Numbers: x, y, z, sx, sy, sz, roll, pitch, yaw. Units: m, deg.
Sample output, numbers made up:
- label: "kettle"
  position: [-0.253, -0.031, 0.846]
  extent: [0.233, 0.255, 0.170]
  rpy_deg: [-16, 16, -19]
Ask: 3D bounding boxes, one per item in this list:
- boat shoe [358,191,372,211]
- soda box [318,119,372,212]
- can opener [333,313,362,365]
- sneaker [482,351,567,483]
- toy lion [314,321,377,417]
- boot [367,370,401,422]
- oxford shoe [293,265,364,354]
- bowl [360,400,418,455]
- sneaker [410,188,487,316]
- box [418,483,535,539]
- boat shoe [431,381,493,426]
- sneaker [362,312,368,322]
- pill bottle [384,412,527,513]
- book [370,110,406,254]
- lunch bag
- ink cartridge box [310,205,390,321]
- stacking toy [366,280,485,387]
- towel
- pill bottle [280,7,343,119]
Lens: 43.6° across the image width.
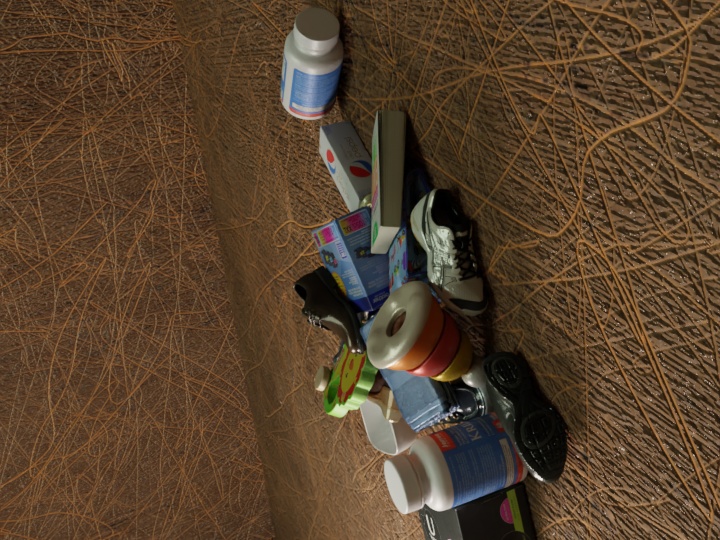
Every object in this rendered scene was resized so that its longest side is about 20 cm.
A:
- label: "boat shoe"
  position: [0.039, -0.058, 1.642]
  extent: [0.066, 0.074, 0.201]
  rpy_deg: [51, 158, 37]
- label: "soda box"
  position: [-0.015, -0.189, 1.697]
  extent: [0.068, 0.063, 0.201]
  rpy_deg: [99, 151, -52]
- label: "can opener"
  position: [-0.015, 0.125, 1.768]
  extent: [0.063, 0.078, 0.202]
  rpy_deg: [-49, -35, -55]
- label: "sneaker"
  position: [0.234, 0.213, 1.278]
  extent: [0.091, 0.075, 0.201]
  rpy_deg: [82, 171, -53]
- label: "toy lion"
  position: [-0.017, 0.188, 1.646]
  extent: [0.192, 0.068, 0.201]
  rpy_deg: [-100, 32, -60]
- label: "boot"
  position: [0.064, 0.164, 1.606]
  extent: [0.200, 0.072, 0.168]
  rpy_deg: [-139, 64, -74]
- label: "oxford shoe"
  position: [-0.058, 0.083, 1.595]
  extent: [0.200, 0.084, 0.073]
  rpy_deg: [51, 155, 38]
- label: "bowl"
  position: [0.055, 0.266, 1.843]
  extent: [0.200, 0.074, 0.202]
  rpy_deg: [163, 91, -72]
- label: "sneaker"
  position: [0.137, -0.030, 1.344]
  extent: [0.201, 0.075, 0.088]
  rpy_deg: [64, 151, 16]
- label: "box"
  position: [0.186, 0.417, 1.483]
  extent: [0.200, 0.123, 0.150]
  rpy_deg: [180, 75, -73]
- label: "boat shoe"
  position: [0.148, 0.227, 1.494]
  extent: [0.200, 0.090, 0.071]
  rpy_deg: [136, 117, -70]
- label: "sneaker"
  position: [0.020, 0.080, 1.790]
  extent: [0.200, 0.080, 0.071]
  rpy_deg: [-133, 34, -53]
- label: "pill bottle"
  position: [0.143, 0.295, 1.363]
  extent: [0.112, 0.198, 0.113]
  rpy_deg: [165, 90, -72]
- label: "book"
  position: [0.042, -0.144, 1.491]
  extent: [0.134, 0.048, 0.202]
  rpy_deg: [113, 159, -71]
- label: "lunch bag"
  position: [0.084, -0.058, 1.484]
  extent: [0.151, 0.093, 0.202]
  rpy_deg: [110, 150, -65]
- label: "ink cartridge box"
  position: [0.000, 0.000, 1.595]
  extent: [0.201, 0.076, 0.136]
  rpy_deg: [65, 158, -2]
- label: "stacking toy"
  position: [0.122, 0.121, 1.383]
  extent: [0.146, 0.199, 0.147]
  rpy_deg: [-46, 25, 28]
- label: "towel"
  position: [0.079, 0.156, 1.470]
  extent: [0.112, 0.048, 0.201]
  rpy_deg: [-39, 75, 43]
- label: "pill bottle"
  position: [-0.090, -0.386, 1.683]
  extent: [0.200, 0.111, 0.113]
  rpy_deg: [107, 144, -59]
